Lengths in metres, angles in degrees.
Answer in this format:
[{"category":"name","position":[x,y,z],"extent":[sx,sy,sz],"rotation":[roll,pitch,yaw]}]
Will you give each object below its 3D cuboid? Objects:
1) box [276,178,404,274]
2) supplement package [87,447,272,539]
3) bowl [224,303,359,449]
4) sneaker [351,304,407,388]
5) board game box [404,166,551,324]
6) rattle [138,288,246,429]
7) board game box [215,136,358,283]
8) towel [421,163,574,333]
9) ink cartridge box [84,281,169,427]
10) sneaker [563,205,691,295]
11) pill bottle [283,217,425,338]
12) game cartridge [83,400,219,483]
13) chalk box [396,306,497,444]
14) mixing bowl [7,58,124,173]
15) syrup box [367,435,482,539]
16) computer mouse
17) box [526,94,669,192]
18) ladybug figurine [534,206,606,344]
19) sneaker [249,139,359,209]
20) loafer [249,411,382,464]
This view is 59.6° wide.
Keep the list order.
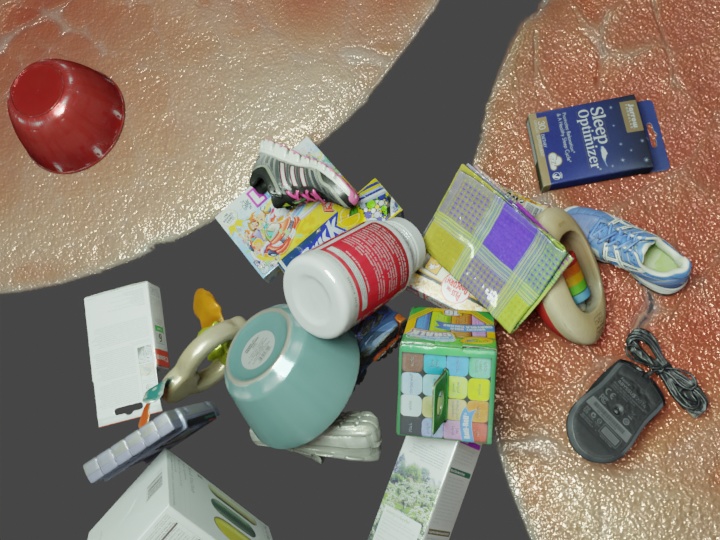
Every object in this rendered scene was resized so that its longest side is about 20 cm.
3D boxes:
[{"category":"box","position":[-0.028,-0.043,0.964],"extent":[0.199,0.064,0.070],"rotation":[-40,73,-4]},{"category":"supplement package","position":[-0.222,0.370,0.799],"extent":[0.151,0.152,0.200],"rotation":[-46,110,-6]},{"category":"bowl","position":[-0.108,0.127,0.862],"extent":[0.198,0.105,0.203],"rotation":[-23,44,24]},{"category":"sneaker","position":[-0.021,0.123,0.926],"extent":[0.199,0.076,0.078],"rotation":[-41,61,-9]},{"category":"board game box","position":[0.172,-0.032,0.940],"extent":[0.150,0.046,0.203],"rotation":[27,81,13]},{"category":"rattle","position":[-0.264,0.113,0.899],"extent":[0.199,0.130,0.144],"rotation":[-34,82,-31]},{"category":"board game box","position":[-0.116,-0.098,1.005],"extent":[0.199,0.034,0.135],"rotation":[-42,74,-3]},{"category":"towel","position":[0.173,-0.031,0.851],"extent":[0.200,0.023,0.145],"rotation":[48,123,27]},{"category":"ink cartridge box","position":[-0.358,0.129,0.977],"extent":[0.107,0.050,0.204],"rotation":[-14,75,4]},{"category":"sneaker","position":[0.378,-0.041,0.897],"extent":[0.198,0.077,0.077],"rotation":[28,83,15]},{"category":"pill bottle","position":[0.000,0.000,0.844],"extent":[0.112,0.113,0.199],"rotation":[44,44,15]},{"category":"game cartridge","position":[-0.273,0.229,0.860],"extent":[0.128,0.200,0.039],"rotation":[-29,82,0]},{"category":"chalk box","position":[0.113,0.137,0.811],"extent":[0.121,0.200,0.128],"rotation":[3,105,9]},{"category":"mixing bowl","position":[-0.518,-0.281,1.073],"extent":[0.196,0.109,0.205],"rotation":[-2,76,7]},{"category":"syrup box","position":[0.085,0.302,0.839],"extent":[0.078,0.081,0.203],"rotation":[13,76,39]},{"category":"computer mouse","position":[0.359,0.188,0.860],"extent":[0.198,0.053,0.139],"rotation":[-34,72,-14]},{"category":"box","position":[0.364,-0.198,0.963],"extent":[0.196,0.032,0.124],"rotation":[-9,75,5]},{"category":"ladybug figurine","position":[0.278,0.013,0.876],"extent":[0.135,0.071,0.203],"rotation":[-28,99,-41]},{"category":"sneaker","position":[-0.091,-0.124,0.949],"extent":[0.198,0.074,0.089],"rotation":[28,86,25]},{"category":"loafer","position":[-0.065,0.242,0.895],"extent":[0.196,0.070,0.071],"rotation":[-3,104,20]}]
